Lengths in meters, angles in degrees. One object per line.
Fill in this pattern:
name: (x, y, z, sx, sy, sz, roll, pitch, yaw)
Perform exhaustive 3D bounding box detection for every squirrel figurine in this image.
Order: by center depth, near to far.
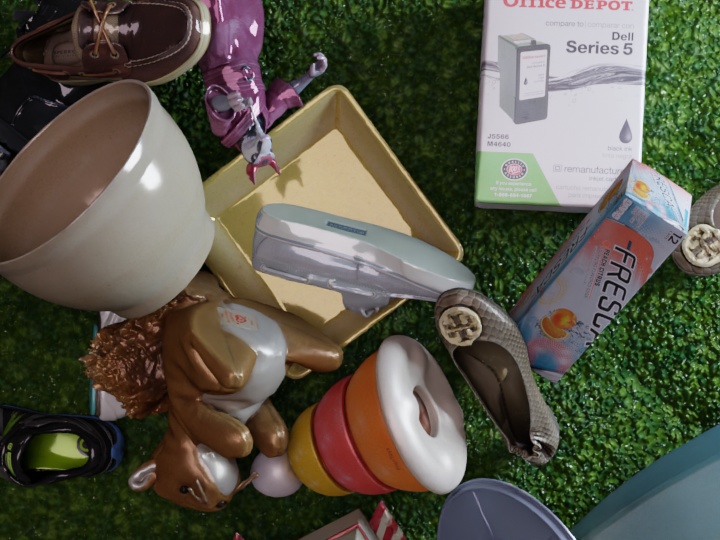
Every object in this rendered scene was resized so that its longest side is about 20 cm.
squirrel figurine: (-0.149, 0.110, 1.198, 0.200, 0.141, 0.187, 36, 117, 24)

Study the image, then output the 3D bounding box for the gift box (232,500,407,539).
gift box: (-0.032, 0.318, 1.166, 0.184, 0.187, 0.200, -24, 102, 7)

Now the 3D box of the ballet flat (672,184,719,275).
ballet flat: (0.363, -0.066, 1.195, 0.200, 0.046, 0.067, -35, 85, 5)

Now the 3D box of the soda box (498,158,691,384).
soda box: (0.201, 0.003, 1.158, 0.064, 0.068, 0.200, 31, 126, -3)

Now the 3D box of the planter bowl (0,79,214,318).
planter bowl: (-0.209, -0.044, 1.145, 0.200, 0.200, 0.135, -42, 123, 4)

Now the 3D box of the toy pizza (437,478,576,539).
toy pizza: (0.144, 0.271, 1.172, 0.032, 0.200, 0.200, -22, 86, -36)

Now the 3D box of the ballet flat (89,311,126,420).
ballet flat: (-0.224, 0.040, 1.261, 0.069, 0.069, 0.200, -1, 93, 6)

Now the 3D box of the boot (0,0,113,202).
boot: (-0.256, -0.162, 1.261, 0.198, 0.073, 0.163, 35, 88, 5)

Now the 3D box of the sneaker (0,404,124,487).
sneaker: (-0.323, 0.163, 1.253, 0.199, 0.083, 0.071, 0, 89, 6)

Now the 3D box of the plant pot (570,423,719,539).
plant pot: (0.287, 0.231, 1.164, 0.200, 0.141, 0.142, -27, 86, 11)

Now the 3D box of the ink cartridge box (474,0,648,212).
ink cartridge box: (0.178, -0.155, 1.204, 0.145, 0.084, 0.200, 3, 89, 6)

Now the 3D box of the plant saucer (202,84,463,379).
plant saucer: (-0.038, -0.035, 1.244, 0.200, 0.048, 0.200, -36, 86, 5)

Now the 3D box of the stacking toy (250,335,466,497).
stacking toy: (-0.017, 0.154, 1.215, 0.200, 0.146, 0.146, -22, 87, 22)

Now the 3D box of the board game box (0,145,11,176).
board game box: (-0.415, -0.060, 1.268, 0.200, 0.062, 0.200, 37, 102, 2)

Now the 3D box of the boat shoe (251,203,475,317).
boat shoe: (-0.001, 0.000, 1.189, 0.200, 0.070, 0.072, 17, 112, 4)

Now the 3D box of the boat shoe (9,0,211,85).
boat shoe: (-0.218, -0.196, 1.149, 0.200, 0.072, 0.072, 0, 89, 34)

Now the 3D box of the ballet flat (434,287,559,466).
ballet flat: (0.121, 0.099, 1.179, 0.067, 0.046, 0.200, -11, 124, 31)

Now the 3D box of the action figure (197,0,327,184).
action figure: (-0.120, -0.171, 1.191, 0.149, 0.134, 0.200, -13, 88, 37)
